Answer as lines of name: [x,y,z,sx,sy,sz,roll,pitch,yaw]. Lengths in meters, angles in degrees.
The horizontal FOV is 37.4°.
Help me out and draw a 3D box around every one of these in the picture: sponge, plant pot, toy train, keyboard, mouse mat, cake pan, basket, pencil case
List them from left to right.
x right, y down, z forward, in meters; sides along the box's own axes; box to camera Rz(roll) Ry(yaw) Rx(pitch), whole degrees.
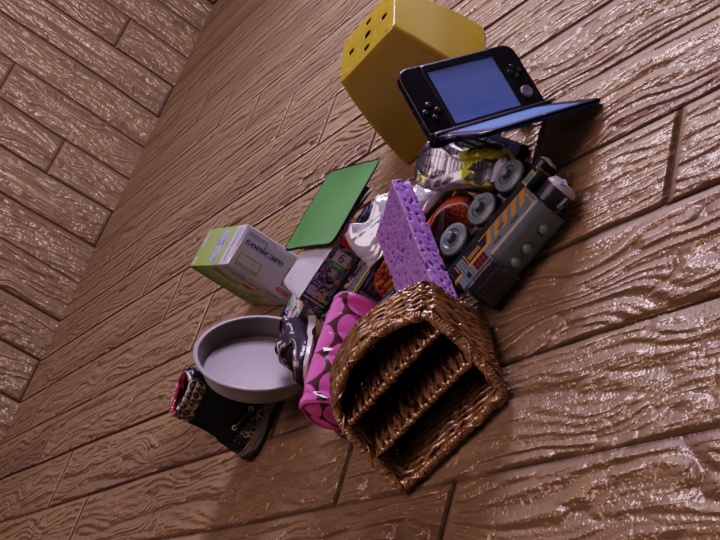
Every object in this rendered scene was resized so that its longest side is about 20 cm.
cake pan: [-0.156,0.137,1.632,0.201,0.199,0.037,-102,13,-58]
mouse mat: [-0.046,-0.102,1.678,0.162,0.008,0.200,-61,22,-14]
pencil case: [-0.018,0.125,1.476,0.093,0.091,0.201,2,52,17]
basket: [0.055,0.130,1.253,0.200,0.142,0.149,-46,25,24]
plant pot: [0.077,-0.339,1.753,0.200,0.176,0.201,-41,28,32]
sponge: [0.069,-0.008,1.385,0.112,0.030,0.201,109,149,-50]
keyboard: [0.190,-0.188,1.543,0.127,0.021,0.200,-57,24,2]
toy train: [0.182,-0.047,1.315,0.200,0.085,0.114,-50,37,13]

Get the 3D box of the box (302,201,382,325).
box: [0.000,0.000,1.647,0.201,0.044,0.160,-57,24,1]

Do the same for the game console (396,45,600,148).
game console: [0.178,-0.237,1.389,0.171,0.199,0.118,62,151,16]

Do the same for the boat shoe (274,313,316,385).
boat shoe: [-0.096,0.114,1.553,0.200,0.060,0.074,-94,7,-69]

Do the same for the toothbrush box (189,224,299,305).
toothbrush box: [-0.200,-0.008,1.918,0.200,0.145,0.086,-3,56,61]

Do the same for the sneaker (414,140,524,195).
sneaker: [0.152,-0.130,1.441,0.200,0.084,0.075,16,87,54]

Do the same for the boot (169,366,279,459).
boot: [-0.202,0.176,1.679,0.073,0.153,0.205,-22,42,54]

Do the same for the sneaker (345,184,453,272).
sneaker: [0.062,-0.090,1.535,0.200,0.080,0.071,-42,-16,-16]

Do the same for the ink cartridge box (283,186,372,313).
ink cartridge box: [-0.037,-0.040,1.650,0.201,0.050,0.109,-56,22,2]

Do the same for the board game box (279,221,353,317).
board game box: [-0.075,0.010,1.806,0.105,0.023,0.201,-6,55,64]

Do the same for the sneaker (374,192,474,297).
sneaker: [0.097,-0.028,1.488,0.200,0.073,0.077,-42,3,28]

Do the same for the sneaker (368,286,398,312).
sneaker: [0.034,0.099,1.426,0.201,0.082,0.074,-61,7,-32]
